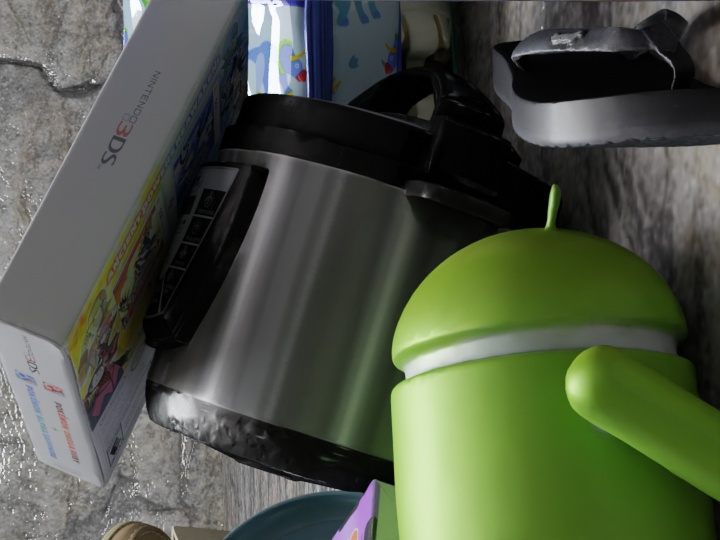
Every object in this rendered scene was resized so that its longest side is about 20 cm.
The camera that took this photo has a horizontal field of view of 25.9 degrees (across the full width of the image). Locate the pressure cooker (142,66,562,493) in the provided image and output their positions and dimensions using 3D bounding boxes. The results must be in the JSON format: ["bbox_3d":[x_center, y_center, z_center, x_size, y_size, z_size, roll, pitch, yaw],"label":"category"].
[{"bbox_3d":[0.002,0.001,0.743,0.178,0.175,0.202,25,-98,-62],"label":"pressure cooker"}]

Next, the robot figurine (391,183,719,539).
[{"bbox_3d":[0.070,0.076,0.579,0.175,0.114,0.202,133,135,-69],"label":"robot figurine"}]

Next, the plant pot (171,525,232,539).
[{"bbox_3d":[-0.029,0.273,1.005,0.200,0.175,0.202,168,102,-79],"label":"plant pot"}]

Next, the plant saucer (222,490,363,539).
[{"bbox_3d":[-0.007,0.223,0.868,0.027,0.198,0.202,12,-105,-77],"label":"plant saucer"}]

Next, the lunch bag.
[{"bbox_3d":[-0.065,-0.128,0.928,0.199,0.082,0.163,17,111,47],"label":"lunch bag"}]

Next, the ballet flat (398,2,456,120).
[{"bbox_3d":[0.034,-0.111,0.924,0.070,0.067,0.202,-177,80,-73],"label":"ballet flat"}]

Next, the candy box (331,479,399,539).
[{"bbox_3d":[-0.007,0.218,0.663,0.169,0.071,0.201,-84,18,-45],"label":"candy box"}]

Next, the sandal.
[{"bbox_3d":[0.086,-0.076,0.578,0.200,0.075,0.043,-125,33,-73],"label":"sandal"}]

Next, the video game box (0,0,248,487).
[{"bbox_3d":[-0.109,-0.017,0.762,0.183,0.046,0.201,102,-170,-63],"label":"video game box"}]

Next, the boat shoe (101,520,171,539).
[{"bbox_3d":[-0.128,0.233,0.909,0.064,0.071,0.201,-32,41,36],"label":"boat shoe"}]
